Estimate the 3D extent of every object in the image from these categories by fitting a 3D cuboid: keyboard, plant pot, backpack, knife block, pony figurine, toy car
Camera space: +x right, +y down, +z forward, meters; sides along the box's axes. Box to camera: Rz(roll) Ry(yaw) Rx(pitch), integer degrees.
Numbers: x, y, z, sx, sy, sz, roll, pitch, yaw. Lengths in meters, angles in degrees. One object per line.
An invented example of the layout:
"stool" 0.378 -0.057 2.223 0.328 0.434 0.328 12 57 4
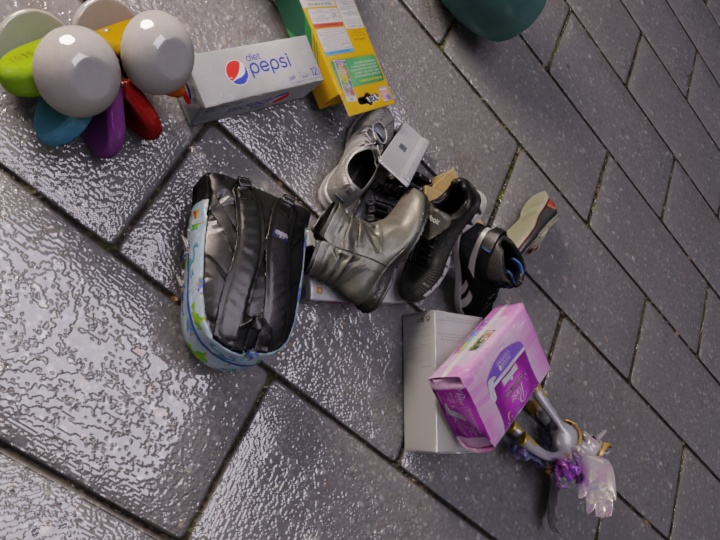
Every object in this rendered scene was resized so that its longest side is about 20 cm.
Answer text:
"keyboard" 0.070 -0.183 0.927 0.056 0.011 0.201 35 32 -5
"plant pot" 0.245 -0.520 1.083 0.160 0.197 0.205 38 60 -36
"backpack" -0.142 0.015 0.717 0.160 0.153 0.205 16 50 -38
"knife block" 0.105 -0.074 0.956 0.175 0.063 0.203 -39 104 -35
"pony figurine" 0.343 0.315 1.012 0.197 0.167 0.196 34 53 -8
"toy car" -0.281 -0.203 0.657 0.198 0.173 0.154 -31 135 -37

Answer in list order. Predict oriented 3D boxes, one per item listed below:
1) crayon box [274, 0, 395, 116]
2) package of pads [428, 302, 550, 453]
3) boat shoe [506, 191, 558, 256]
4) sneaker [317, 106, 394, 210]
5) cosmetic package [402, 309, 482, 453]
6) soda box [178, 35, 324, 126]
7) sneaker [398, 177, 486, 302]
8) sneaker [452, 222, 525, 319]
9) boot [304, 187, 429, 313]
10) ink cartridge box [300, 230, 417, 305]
"crayon box" -0.036 -0.327 0.902 0.125 0.051 0.205 -28 97 -47
"package of pads" 0.192 0.149 0.866 0.199 0.075 0.123 -37 104 -39
"boat shoe" 0.314 -0.068 1.110 0.063 0.070 0.201 54 51 -17
"sneaker" 0.013 -0.170 0.896 0.074 0.081 0.204 37 61 -24
"cosmetic package" 0.127 0.170 0.910 0.110 0.080 0.207 12 74 -34
"soda box" -0.148 -0.257 0.806 0.197 0.063 0.070 -28 96 -37
"sneaker" 0.107 -0.051 0.869 0.202 0.066 0.090 -55 146 -5
"sneaker" 0.205 0.026 0.938 0.073 0.110 0.204 -37 130 -28
"boot" 0.008 -0.055 0.821 0.130 0.067 0.203 36 74 -24
"ink cartridge box" 0.000 0.000 0.879 0.195 0.037 0.098 3 77 -34
